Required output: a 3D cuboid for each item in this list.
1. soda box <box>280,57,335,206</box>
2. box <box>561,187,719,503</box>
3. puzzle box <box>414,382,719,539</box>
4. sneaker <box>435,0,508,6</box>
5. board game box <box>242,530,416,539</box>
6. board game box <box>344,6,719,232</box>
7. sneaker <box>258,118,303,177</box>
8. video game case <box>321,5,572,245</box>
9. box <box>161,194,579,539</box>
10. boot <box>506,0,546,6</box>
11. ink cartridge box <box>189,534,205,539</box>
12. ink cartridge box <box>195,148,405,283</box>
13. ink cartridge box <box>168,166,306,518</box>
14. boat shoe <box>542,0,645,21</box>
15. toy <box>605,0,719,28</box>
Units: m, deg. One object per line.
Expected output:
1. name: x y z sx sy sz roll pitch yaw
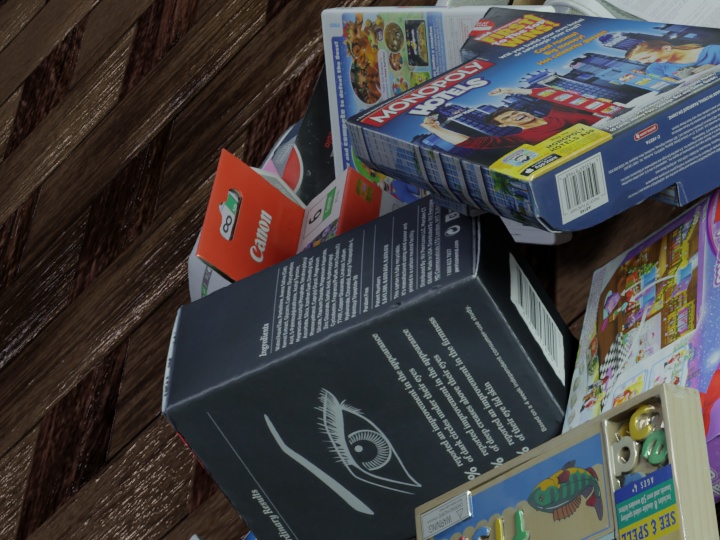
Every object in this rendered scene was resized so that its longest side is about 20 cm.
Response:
1. soda box: -0.015 -0.060 1.836 0.200 0.071 0.063 -69 -8 27
2. box: 0.168 0.049 1.431 0.137 0.039 0.200 -36 27 40
3. puzzle box: 0.102 0.152 1.361 0.200 0.025 0.133 -33 54 44
4. sneaker: 0.055 -0.163 1.961 0.200 0.074 0.116 -61 25 -14
5. board game box: -0.005 0.161 1.636 0.126 0.035 0.200 -52 21 2
6. board game box: 0.102 -0.083 1.471 0.200 0.062 0.200 -27 29 -30
7. sneaker: -0.053 -0.042 2.008 0.082 0.070 0.200 -25 36 57
8. video game case: 0.051 -0.092 1.687 0.200 0.018 0.143 6 105 49
9. box: 0.011 0.064 1.515 0.200 0.148 0.104 -23 30 17
10. boot: 0.154 -0.199 1.779 0.200 0.075 0.074 -58 -3 -33
11. ink cartridge box: -0.091 0.250 1.648 0.104 0.059 0.200 -53 21 5
12. ink cartridge box: 0.000 0.000 1.641 0.050 0.200 0.109 -41 25 34
13. ink cartridge box: -0.073 0.056 1.779 0.161 0.050 0.200 47 118 47
14. boat shoe: 0.150 -0.116 1.611 0.065 0.074 0.202 -53 28 1
15. toy: 0.206 -0.181 1.617 0.115 0.047 0.200 -42 26 -7
